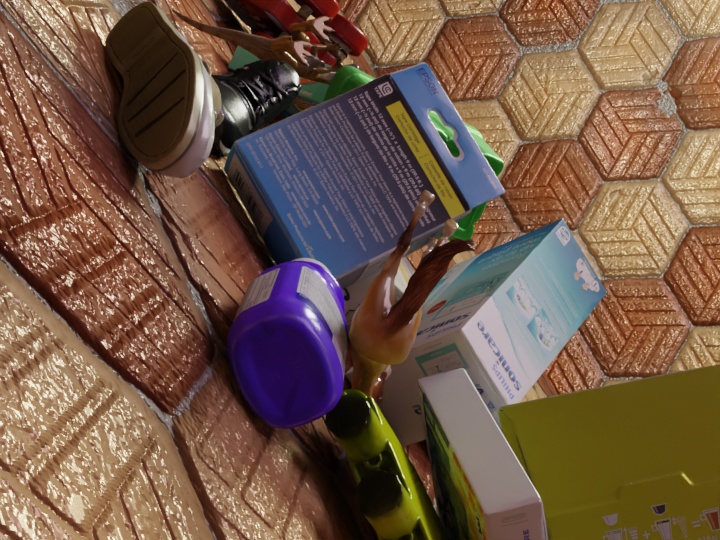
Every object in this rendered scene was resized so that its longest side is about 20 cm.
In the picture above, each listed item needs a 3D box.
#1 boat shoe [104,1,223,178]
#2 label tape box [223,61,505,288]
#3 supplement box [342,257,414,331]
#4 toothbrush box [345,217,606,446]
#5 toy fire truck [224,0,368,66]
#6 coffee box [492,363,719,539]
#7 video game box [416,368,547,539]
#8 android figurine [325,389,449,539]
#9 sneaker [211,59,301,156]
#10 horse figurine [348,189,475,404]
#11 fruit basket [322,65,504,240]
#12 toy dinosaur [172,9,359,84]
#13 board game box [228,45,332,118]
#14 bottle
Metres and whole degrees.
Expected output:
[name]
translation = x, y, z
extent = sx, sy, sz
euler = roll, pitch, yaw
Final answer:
[boat shoe]
translation = -0.130, -0.122, 0.885
extent = 0.068, 0.075, 0.201
euler = 44, 15, -37
[label tape box]
translation = 0.003, -0.077, 1.070
extent = 0.144, 0.199, 0.066
euler = 59, -25, 10
[supplement box]
translation = 0.000, 0.000, 1.192
extent = 0.127, 0.073, 0.200
euler = 63, 9, 21
[toothbrush box]
translation = 0.104, 0.055, 1.088
extent = 0.086, 0.146, 0.200
euler = 56, 46, -9
[toy fire truck]
translation = -0.098, -0.307, 1.586
extent = 0.168, 0.112, 0.200
euler = 35, -3, 34
[coffee box]
translation = 0.210, 0.206, 0.978
extent = 0.198, 0.198, 0.202
euler = 97, -19, -70
[video game box]
translation = 0.093, 0.195, 0.896
extent = 0.200, 0.046, 0.184
euler = -117, -167, -68
[android figurine]
translation = 0.028, 0.169, 0.847
extent = 0.201, 0.041, 0.183
euler = 64, 1, -52
[sneaker]
translation = -0.102, -0.162, 1.123
extent = 0.076, 0.087, 0.200
euler = 57, 9, -9
[horse figurine]
translation = 0.025, 0.025, 0.857
extent = 0.050, 0.133, 0.200
euler = 25, -15, -1
[fruit basket]
translation = 0.021, -0.113, 1.313
extent = 0.214, 0.157, 0.216
euler = 24, 5, -2
[toy dinosaur]
translation = -0.083, -0.219, 1.243
extent = 0.199, 0.106, 0.061
euler = 19, 69, -28
[board game box]
translation = -0.045, -0.194, 1.429
extent = 0.151, 0.045, 0.200
euler = 24, -4, 20
[bottle]
translation = -0.045, 0.037, 0.850
extent = 0.200, 0.065, 0.084
euler = -86, 152, -75
